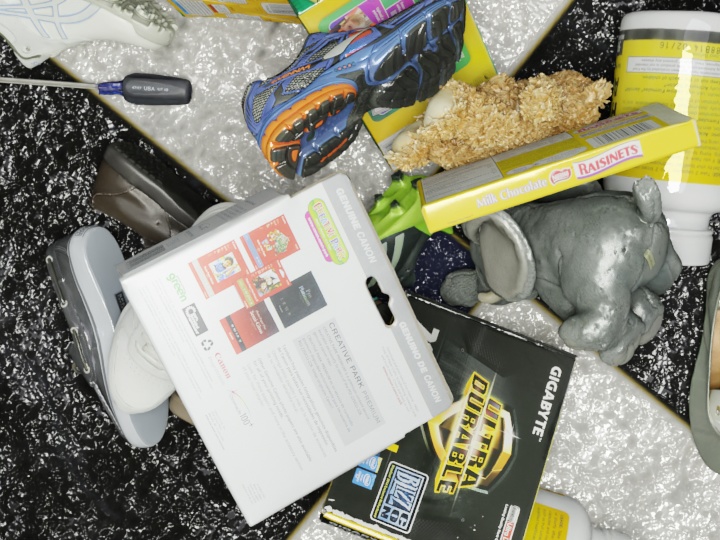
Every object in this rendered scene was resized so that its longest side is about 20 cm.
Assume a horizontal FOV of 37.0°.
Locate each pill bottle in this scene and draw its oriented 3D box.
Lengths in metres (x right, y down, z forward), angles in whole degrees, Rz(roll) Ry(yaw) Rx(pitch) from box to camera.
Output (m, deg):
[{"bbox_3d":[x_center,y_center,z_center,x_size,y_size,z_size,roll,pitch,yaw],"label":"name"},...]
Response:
[{"bbox_3d":[0.127,0.233,0.928,0.199,0.104,0.105,18,94,1],"label":"pill bottle"},{"bbox_3d":[0.261,-0.109,0.894,0.111,0.111,0.201,5,98,1],"label":"pill bottle"}]

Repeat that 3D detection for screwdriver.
[{"bbox_3d":[-0.248,-0.160,0.953,0.199,0.028,0.029,0,123,4],"label":"screwdriver"}]

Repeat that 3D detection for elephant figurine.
[{"bbox_3d":[0.140,-0.017,0.853,0.200,0.141,0.156,27,96,35],"label":"elephant figurine"}]

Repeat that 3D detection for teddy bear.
[{"bbox_3d":[0.115,-0.113,0.870,0.145,0.199,0.067,-37,69,37],"label":"teddy bear"}]

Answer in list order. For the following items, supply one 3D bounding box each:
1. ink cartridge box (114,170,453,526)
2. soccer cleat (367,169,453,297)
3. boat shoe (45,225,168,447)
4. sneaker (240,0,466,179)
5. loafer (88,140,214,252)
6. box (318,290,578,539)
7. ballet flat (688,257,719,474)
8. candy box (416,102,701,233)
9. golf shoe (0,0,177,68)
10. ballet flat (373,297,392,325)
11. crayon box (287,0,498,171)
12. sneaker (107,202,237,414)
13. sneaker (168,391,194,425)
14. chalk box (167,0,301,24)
[{"bbox_3d":[-0.054,0.049,0.785,0.175,0.084,0.201,-27,103,-10],"label":"ink cartridge box"},{"bbox_3d":[0.000,0.000,0.914,0.200,0.067,0.081,-40,126,-11],"label":"soccer cleat"},{"bbox_3d":[-0.230,0.063,0.951,0.066,0.070,0.201,-13,100,25],"label":"boat shoe"},{"bbox_3d":[-0.003,-0.151,0.778,0.200,0.076,0.078,-34,58,-20],"label":"sneaker"},{"bbox_3d":[-0.153,-0.027,0.942,0.200,0.073,0.071,41,107,0],"label":"loafer"},{"bbox_3d":[0.073,0.136,0.877,0.159,0.049,0.201,20,69,4],"label":"box"},{"bbox_3d":[0.324,0.085,0.932,0.067,0.064,0.201,2,94,2],"label":"ballet flat"},{"bbox_3d":[0.140,-0.078,0.797,0.199,0.102,0.027,-18,102,6],"label":"candy box"},{"bbox_3d":[-0.257,-0.217,0.936,0.199,0.078,0.098,22,111,6],"label":"golf shoe"},{"bbox_3d":[-0.050,0.085,0.908,0.199,0.068,0.069,-22,86,-23],"label":"ballet flat"},{"bbox_3d":[0.031,-0.184,0.863,0.118,0.200,0.058,-32,50,3],"label":"crayon box"},{"bbox_3d":[-0.153,0.036,0.864,0.075,0.100,0.201,30,105,-6],"label":"sneaker"},{"bbox_3d":[-0.067,0.126,0.945,0.199,0.070,0.076,22,89,-1],"label":"sneaker"},{"bbox_3d":[-0.095,-0.316,0.888,0.123,0.124,0.201,2,93,2],"label":"chalk box"}]
